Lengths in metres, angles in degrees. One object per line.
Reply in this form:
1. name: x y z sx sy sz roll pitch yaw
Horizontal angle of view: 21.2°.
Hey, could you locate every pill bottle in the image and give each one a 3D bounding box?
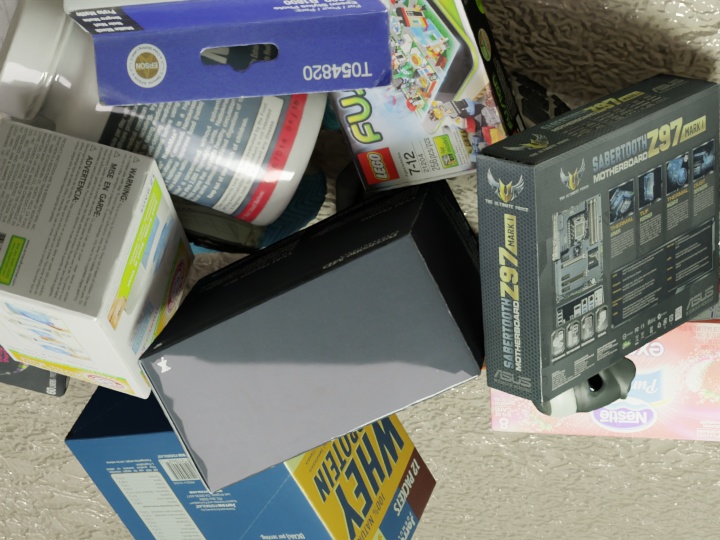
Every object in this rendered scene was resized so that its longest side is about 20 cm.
1. pill bottle: -0.132 -0.115 1.240 0.199 0.120 0.120 19 145 -15

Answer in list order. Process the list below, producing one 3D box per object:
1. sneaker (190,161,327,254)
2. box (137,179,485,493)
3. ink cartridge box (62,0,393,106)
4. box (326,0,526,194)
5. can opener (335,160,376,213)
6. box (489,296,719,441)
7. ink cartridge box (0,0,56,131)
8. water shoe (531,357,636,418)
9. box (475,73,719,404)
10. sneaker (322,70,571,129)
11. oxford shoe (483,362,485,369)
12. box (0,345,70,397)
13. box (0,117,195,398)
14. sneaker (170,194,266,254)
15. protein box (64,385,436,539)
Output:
1. sneaker: -0.124 -0.056 1.419 0.199 0.081 0.077 -12 141 0
2. box: -0.021 0.036 1.273 0.199 0.182 0.104 -25 101 15
3. ink cartridge box: -0.082 -0.200 1.117 0.199 0.201 0.041 -3 -175 20
4. box: 0.022 -0.151 1.199 0.110 0.035 0.201 -11 115 25
5. can opener: 0.000 0.000 1.460 0.053 0.066 0.200 30 145 19
6. box: 0.199 0.062 1.420 0.199 0.103 0.095 1 110 12
7. ink cartridge box: -0.160 -0.168 1.313 0.199 0.047 0.160 -7 143 -1
8. water shoe: 0.138 0.006 1.336 0.079 0.201 0.072 -10 159 -5
9. box: 0.155 -0.025 1.221 0.051 0.200 0.158 16 120 40
10. sneaker: 0.068 -0.098 1.280 0.199 0.078 0.080 21 114 3
11. oxford shoe: 0.054 -0.004 1.429 0.071 0.073 0.200 -2 147 22
12. box: -0.317 0.008 1.535 0.199 0.106 0.122 14 145 -1
13. box: -0.182 -0.003 1.243 0.101 0.113 0.200 15 163 7
14. sneaker: -0.155 -0.075 1.346 0.199 0.087 0.078 16 171 2
15. protein box: -0.084 0.152 1.514 0.198 0.135 0.200 -8 127 34
